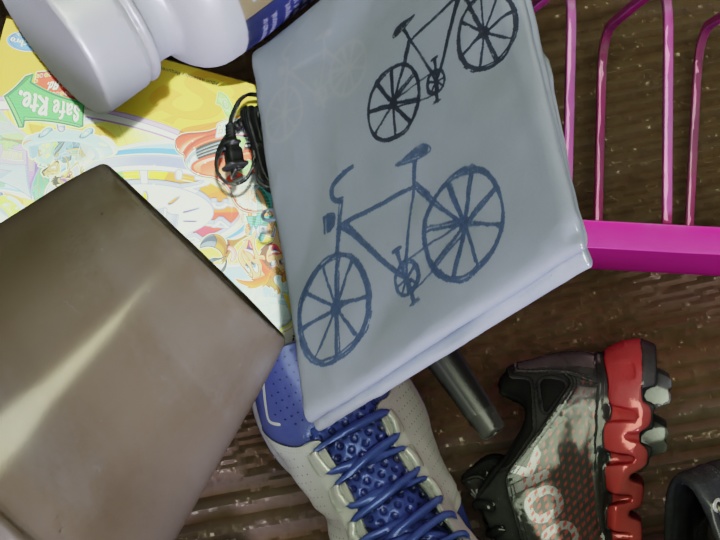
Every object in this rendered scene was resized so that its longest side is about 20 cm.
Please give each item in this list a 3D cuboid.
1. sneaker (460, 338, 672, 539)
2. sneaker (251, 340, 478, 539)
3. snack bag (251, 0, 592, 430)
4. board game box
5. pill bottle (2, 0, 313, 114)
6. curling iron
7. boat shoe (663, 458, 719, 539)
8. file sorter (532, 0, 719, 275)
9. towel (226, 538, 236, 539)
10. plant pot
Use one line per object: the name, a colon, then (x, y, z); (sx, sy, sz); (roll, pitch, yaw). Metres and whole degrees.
sneaker: (0.095, 0.131, 1.279); (0.098, 0.071, 0.201); (3, 89, 5)
sneaker: (0.023, 0.119, 1.237); (0.080, 0.115, 0.200); (-25, 99, -11)
snack bag: (0.020, -0.055, 1.177); (0.021, 0.188, 0.201); (11, 57, -38)
board game box: (-0.093, -0.032, 1.300); (0.199, 0.034, 0.135); (15, 85, -2)
pill bottle: (-0.068, -0.166, 1.256); (0.200, 0.120, 0.120); (-39, 88, -15)
curling iron: (0.000, 0.000, 1.264); (0.050, 0.026, 0.200); (-37, 85, -29)
boat shoe: (0.161, 0.183, 1.234); (0.066, 0.070, 0.201); (-2, 105, -30)
file sorter: (0.127, -0.065, 1.249); (0.199, 0.139, 0.126); (3, 86, -9)
towel: (-0.104, 0.256, 1.278); (0.200, 0.032, 0.191); (-27, 87, -5)
plant pot: (-0.134, 0.052, 1.201); (0.200, 0.200, 0.174); (43, 90, 1)
